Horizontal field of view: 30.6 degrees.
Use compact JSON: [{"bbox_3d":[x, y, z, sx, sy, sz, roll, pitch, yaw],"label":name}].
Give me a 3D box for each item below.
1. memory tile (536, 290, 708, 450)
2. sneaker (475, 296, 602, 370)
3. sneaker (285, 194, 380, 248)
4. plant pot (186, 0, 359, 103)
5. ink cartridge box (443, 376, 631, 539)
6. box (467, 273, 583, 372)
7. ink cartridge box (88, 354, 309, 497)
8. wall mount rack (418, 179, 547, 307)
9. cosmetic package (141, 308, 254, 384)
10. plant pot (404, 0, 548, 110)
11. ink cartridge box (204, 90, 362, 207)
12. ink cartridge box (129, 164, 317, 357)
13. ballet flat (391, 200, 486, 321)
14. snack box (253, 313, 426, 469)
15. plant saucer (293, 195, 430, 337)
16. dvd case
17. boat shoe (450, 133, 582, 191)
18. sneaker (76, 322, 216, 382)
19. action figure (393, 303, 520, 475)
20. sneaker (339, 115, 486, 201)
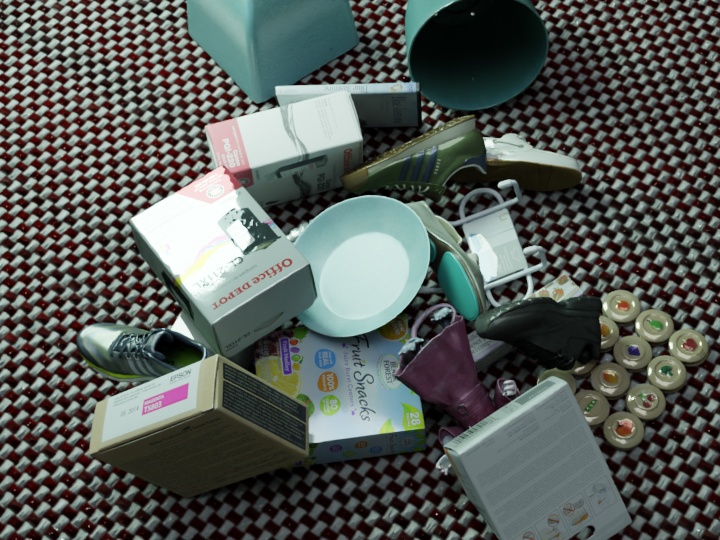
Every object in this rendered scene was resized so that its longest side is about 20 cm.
[{"bbox_3d":[0.332,0.122,1.668,0.153,0.017,0.200,33,66,23],"label":"memory tile"},{"bbox_3d":[0.227,0.079,1.608,0.200,0.076,0.091,-1,78,-34],"label":"sneaker"},{"bbox_3d":[-0.024,-0.016,1.749,0.200,0.075,0.116,-30,63,-16],"label":"sneaker"},{"bbox_3d":[-0.139,-0.412,1.935,0.196,0.200,0.196,-34,61,-17],"label":"plant pot"},{"bbox_3d":[0.209,0.248,1.536,0.162,0.200,0.050,-31,17,-15],"label":"ink cartridge box"},{"bbox_3d":[0.197,0.075,1.694,0.200,0.041,0.039,-30,61,-16],"label":"box"},{"bbox_3d":[-0.185,0.185,1.528,0.200,0.165,0.075,-22,51,30],"label":"ink cartridge box"},{"bbox_3d":[0.146,-0.035,1.749,0.174,0.075,0.200,-21,56,7],"label":"wall mount rack"},{"bbox_3d":[-0.188,0.095,1.668,0.090,0.107,0.200,22,60,19],"label":"cosmetic package"},{"bbox_3d":[0.154,-0.357,1.890,0.200,0.201,0.161,-9,46,-2],"label":"plant pot"},{"bbox_3d":[-0.100,-0.158,1.796,0.200,0.146,0.085,-17,72,-6],"label":"ink cartridge box"},{"bbox_3d":[-0.168,-0.013,1.626,0.146,0.083,0.200,-33,59,-17],"label":"ink cartridge box"},{"bbox_3d":[0.116,-0.018,1.675,0.064,0.067,0.200,-18,54,-32],"label":"ballet flat"},{"bbox_3d":[-0.028,0.150,1.644,0.200,0.068,0.169,-7,56,-3],"label":"snack box"},{"bbox_3d":[0.000,0.000,1.675,0.201,0.039,0.201,-11,60,19],"label":"plant saucer"},{"bbox_3d":[-0.014,-0.228,1.845,0.200,0.143,0.018,-1,76,3],"label":"dvd case"},{"bbox_3d":[0.210,-0.159,1.824,0.200,0.071,0.069,8,60,11],"label":"boat shoe"},{"bbox_3d":[-0.248,0.094,1.564,0.200,0.081,0.074,11,60,15],"label":"sneaker"},{"bbox_3d":[0.119,0.157,1.601,0.134,0.149,0.200,-35,102,0],"label":"action figure"},{"bbox_3d":[0.079,-0.129,1.770,0.200,0.067,0.090,-25,101,0],"label":"sneaker"}]
